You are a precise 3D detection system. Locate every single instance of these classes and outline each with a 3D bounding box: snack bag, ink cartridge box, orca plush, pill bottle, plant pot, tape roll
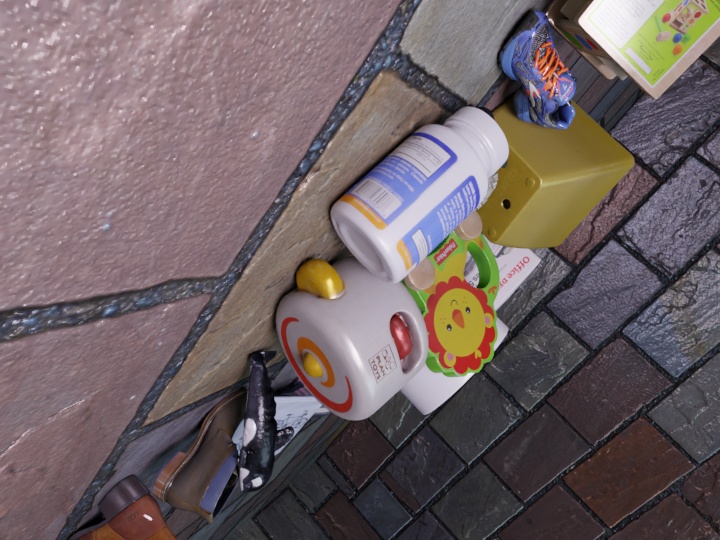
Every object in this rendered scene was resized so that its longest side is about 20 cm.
[{"bbox_3d":[-0.176,0.289,0.951,0.188,0.021,0.200,15,123,-49],"label":"snack bag"},{"bbox_3d":[0.203,-0.026,0.949,0.145,0.200,0.084,-43,166,-13],"label":"ink cartridge box"},{"bbox_3d":[-0.128,0.218,0.740,0.105,0.070,0.203,120,-25,-79],"label":"orca plush"},{"bbox_3d":[0.071,-0.090,0.582,0.200,0.112,0.112,-43,165,-13],"label":"pill bottle"},{"bbox_3d":[0.254,-0.152,0.814,0.175,0.201,0.201,-18,152,-35],"label":"plant pot"},{"bbox_3d":[0.148,0.141,0.850,0.202,0.071,0.203,-45,172,-8],"label":"tape roll"}]

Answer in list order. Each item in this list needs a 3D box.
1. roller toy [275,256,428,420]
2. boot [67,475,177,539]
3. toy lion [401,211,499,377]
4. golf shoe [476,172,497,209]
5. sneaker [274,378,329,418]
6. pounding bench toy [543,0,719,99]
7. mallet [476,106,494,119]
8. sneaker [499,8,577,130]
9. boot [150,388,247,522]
[{"bbox_3d":[-0.017,0.088,0.663,0.139,0.183,0.201,-33,161,-32],"label":"roller toy"},{"bbox_3d":[-0.300,0.413,0.698,0.189,0.200,0.068,-48,165,7],"label":"boot"},{"bbox_3d":[0.136,0.039,0.731,0.200,0.193,0.068,-42,-168,-32],"label":"toy lion"},{"bbox_3d":[0.092,-0.090,0.711,0.199,0.079,0.097,-31,-174,13],"label":"golf shoe"},{"bbox_3d":[-0.135,0.254,1.046,0.069,0.083,0.200,-19,155,21],"label":"sneaker"},{"bbox_3d":[0.274,-0.314,0.563,0.124,0.199,0.157,-49,-163,24],"label":"pounding bench toy"},{"bbox_3d":[0.105,-0.138,0.713,0.066,0.041,0.200,-26,159,-49],"label":"mallet"},{"bbox_3d":[0.235,-0.246,0.649,0.076,0.078,0.200,-53,149,4],"label":"sneaker"},{"bbox_3d":[-0.197,0.266,0.754,0.200,0.096,0.075,-50,155,-42],"label":"boot"}]
